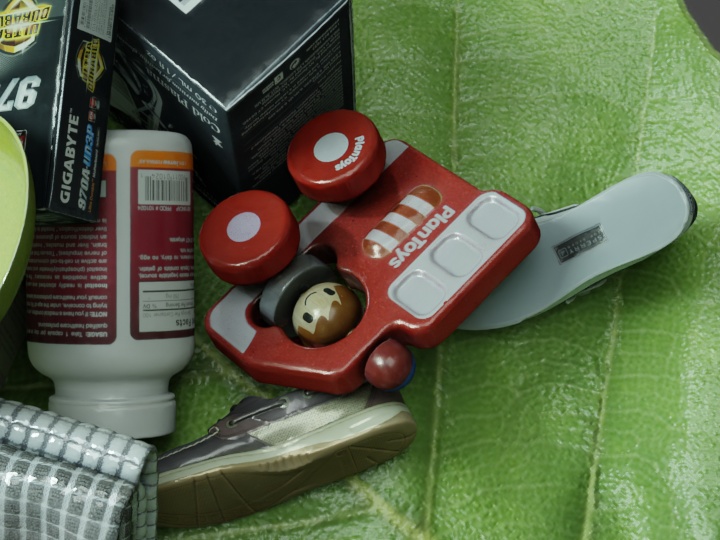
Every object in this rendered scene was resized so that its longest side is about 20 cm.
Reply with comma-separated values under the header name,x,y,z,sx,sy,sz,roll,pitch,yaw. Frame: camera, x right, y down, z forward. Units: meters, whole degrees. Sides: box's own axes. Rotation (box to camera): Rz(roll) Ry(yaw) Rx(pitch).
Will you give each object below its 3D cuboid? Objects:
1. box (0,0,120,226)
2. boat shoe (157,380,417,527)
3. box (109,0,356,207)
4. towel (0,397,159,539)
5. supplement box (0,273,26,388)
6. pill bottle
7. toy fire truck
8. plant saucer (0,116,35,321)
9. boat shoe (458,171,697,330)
name,x,y,z,sx,sy,sz,roll,pitch,yaw
box,-0.244,-0.107,1.081,0.200,0.046,0.159,-1,80,37
boat shoe,-0.064,0.116,1.122,0.200,0.072,0.065,-18,56,-3
box,-0.112,-0.161,1.168,0.200,0.197,0.124,41,75,17
towel,-0.214,0.175,1.028,0.165,0.200,0.086,13,37,6
supplement box,-0.293,0.009,1.169,0.126,0.074,0.200,18,69,10
pill bottle,-0.167,0.008,1.119,0.113,0.113,0.201,0,91,2
toy fire truck,0.000,0.000,1.116,0.200,0.112,0.168,-45,51,-14
plant saucer,-0.261,-0.003,1.000,0.200,0.031,0.200,-20,54,30
boat shoe,0.139,-0.014,1.167,0.199,0.068,0.074,-28,79,16
